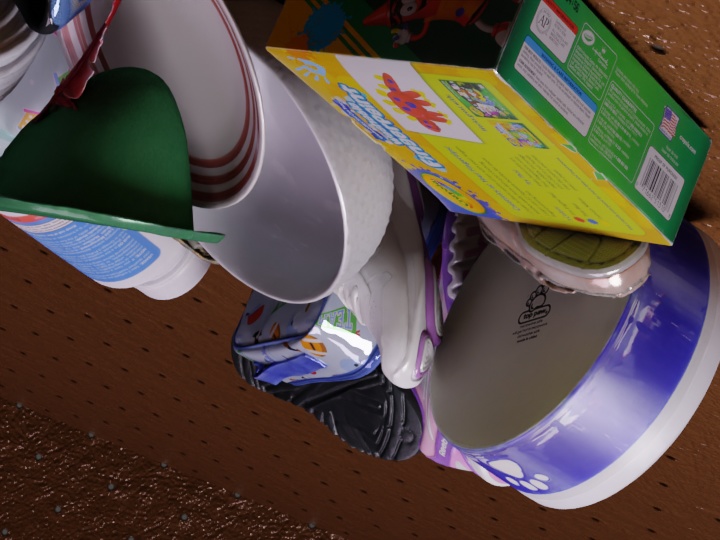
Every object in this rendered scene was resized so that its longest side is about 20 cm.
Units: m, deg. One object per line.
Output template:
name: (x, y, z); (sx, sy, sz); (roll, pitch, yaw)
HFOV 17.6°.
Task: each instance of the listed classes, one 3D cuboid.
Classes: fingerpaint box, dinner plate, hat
fingerpaint box: (0.074, -0.099, 1.296); (0.166, 0.074, 0.200); (10, 160, 42)
dinner plate: (-0.118, -0.131, 1.396); (0.200, 0.024, 0.201); (33, 141, 32)
hat: (-0.144, -0.114, 1.382); (0.165, 0.178, 0.199); (9, 180, -42)

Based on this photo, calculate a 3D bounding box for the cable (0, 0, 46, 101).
cable: (-0.277, -0.173, 1.354); (0.200, 0.200, 0.069); (49, 131, 6)

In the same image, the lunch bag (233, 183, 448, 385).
lunch bag: (-0.017, 0.009, 1.669); (0.075, 0.161, 0.200); (27, 165, -16)

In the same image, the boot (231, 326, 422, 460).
boot: (0.022, 0.063, 1.815); (0.199, 0.077, 0.168); (23, -147, 37)

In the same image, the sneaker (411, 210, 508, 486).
sneaker: (0.070, 0.047, 1.592); (0.080, 0.202, 0.088); (5, 171, -40)

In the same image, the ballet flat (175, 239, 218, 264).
ballet flat: (-0.143, -0.065, 1.763); (0.070, 0.071, 0.200); (13, 159, 37)

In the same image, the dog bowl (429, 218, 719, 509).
dog bowl: (0.135, 0.042, 1.459); (0.079, 0.201, 0.200); (32, 164, -26)

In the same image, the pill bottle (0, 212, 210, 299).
pill bottle: (-0.202, -0.054, 1.842); (0.112, 0.113, 0.200); (12, 161, 38)

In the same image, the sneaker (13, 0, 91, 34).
sneaker: (-0.218, -0.210, 1.299); (0.200, 0.089, 0.078); (44, 156, -26)

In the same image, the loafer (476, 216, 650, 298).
loafer: (0.120, -0.025, 1.414); (0.200, 0.072, 0.063); (40, 158, 55)

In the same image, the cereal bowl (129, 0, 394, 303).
cereal bowl: (-0.050, -0.086, 1.443); (0.200, 0.083, 0.201); (35, 144, 31)

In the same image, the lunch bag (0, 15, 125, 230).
lunch bag: (-0.226, -0.135, 1.565); (0.169, 0.122, 0.200); (20, 156, 20)

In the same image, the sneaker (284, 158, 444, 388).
sneaker: (0.000, 0.000, 1.519); (0.099, 0.201, 0.075); (-11, 138, 0)

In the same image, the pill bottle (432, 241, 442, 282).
pill bottle: (0.127, 0.044, 1.664); (0.199, 0.113, 0.112); (10, 161, 45)
